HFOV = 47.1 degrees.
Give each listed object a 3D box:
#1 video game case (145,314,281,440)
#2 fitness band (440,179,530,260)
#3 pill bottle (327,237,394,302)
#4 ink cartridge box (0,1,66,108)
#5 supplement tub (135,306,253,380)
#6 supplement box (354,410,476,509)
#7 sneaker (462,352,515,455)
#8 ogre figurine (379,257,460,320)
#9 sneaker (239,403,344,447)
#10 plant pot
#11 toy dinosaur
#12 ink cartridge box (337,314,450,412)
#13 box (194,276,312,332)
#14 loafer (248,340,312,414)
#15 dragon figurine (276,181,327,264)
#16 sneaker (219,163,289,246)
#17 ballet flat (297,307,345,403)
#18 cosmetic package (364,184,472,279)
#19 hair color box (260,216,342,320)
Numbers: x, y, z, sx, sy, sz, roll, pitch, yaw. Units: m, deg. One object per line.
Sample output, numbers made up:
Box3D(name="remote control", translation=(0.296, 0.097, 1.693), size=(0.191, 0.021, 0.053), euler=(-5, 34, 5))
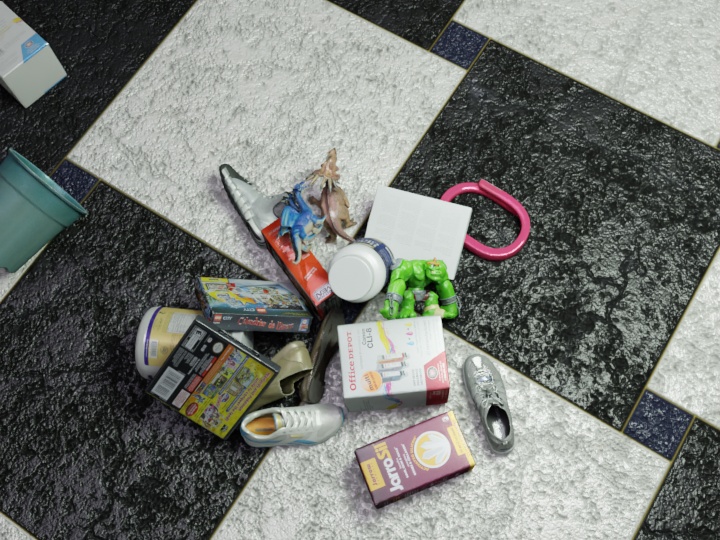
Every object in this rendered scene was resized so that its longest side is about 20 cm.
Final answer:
Box3D(name="video game case", translation=(-0.275, 0.201, 1.531), size=(0.181, 0.026, 0.200), euler=(34, 115, -10))
Box3D(name="fitness band", translation=(0.258, -0.107, 1.734), size=(0.200, 0.037, 0.144), euler=(35, 77, 16))
Box3D(name="pill bottle", translation=(0.000, 0.000, 1.591), size=(0.111, 0.200, 0.111), euler=(2, 99, 10))
Box3D(name="ink cartridge box", translation=(-0.800, -0.500, 1.888), size=(0.200, 0.125, 0.129), euler=(42, 76, 16))
Box3D(name="supplement tub", translation=(-0.319, 0.149, 1.606), size=(0.200, 0.145, 0.146), euler=(5, 70, 5))
Box3D(name="supplement box", translation=(0.100, 0.352, 1.538), size=(0.200, 0.086, 0.110), euler=(-21, 70, -5))
Box3D(name="sneaker", translation=(0.253, 0.246, 1.572), size=(0.075, 0.082, 0.200), euler=(-18, 69, -4))
Box3D(name="ogre figurine", translation=(0.114, 0.036, 1.602), size=(0.200, 0.098, 0.120), euler=(-2, 83, -23))
Box3D(name="sneaker", translation=(-0.129, 0.295, 1.576), size=(0.200, 0.081, 0.077), euler=(-11, 67, -2))
Box3D(name="plant pot", translation=(-0.711, -0.113, 1.711), size=(0.200, 0.200, 0.196), euler=(39, 83, 16))
Box3D(name="toy dinosaur", translation=(-0.060, -0.138, 1.706), size=(0.086, 0.136, 0.200), euler=(-18, 70, -4))
Box3D(name="ink cartridge box", translation=(0.061, 0.180, 1.574), size=(0.200, 0.145, 0.145), euler=(-6, 70, 1))
Box3D(name="box", translation=(-0.209, 0.067, 1.606), size=(0.200, 0.038, 0.137), euler=(4, 28, -26))
Box3D(name="loafer", translation=(-0.171, 0.221, 1.586), size=(0.200, 0.076, 0.067), euler=(-46, 64, 9))
Box3D(name="dragon figurine", translation=(-0.131, -0.087, 1.622), size=(0.099, 0.059, 0.200), euler=(25, 53, 0))
Box3D(name="sneaker", translation=(-0.213, -0.157, 1.763), size=(0.115, 0.075, 0.200), euler=(-28, 80, -13))
Box3D(name="ballet flat", translation=(-0.080, 0.166, 1.639), size=(0.046, 0.067, 0.200), euler=(3, 69, 39))
Box3D(name="cosmetic package", translation=(0.114, -0.078, 1.695), size=(0.200, 0.052, 0.151), euler=(15, 90, 8))
Box3D(name="hair color box", translation=(-0.119, -0.004, 1.677), size=(0.061, 0.102, 0.200), euler=(-35, 71, -11))
